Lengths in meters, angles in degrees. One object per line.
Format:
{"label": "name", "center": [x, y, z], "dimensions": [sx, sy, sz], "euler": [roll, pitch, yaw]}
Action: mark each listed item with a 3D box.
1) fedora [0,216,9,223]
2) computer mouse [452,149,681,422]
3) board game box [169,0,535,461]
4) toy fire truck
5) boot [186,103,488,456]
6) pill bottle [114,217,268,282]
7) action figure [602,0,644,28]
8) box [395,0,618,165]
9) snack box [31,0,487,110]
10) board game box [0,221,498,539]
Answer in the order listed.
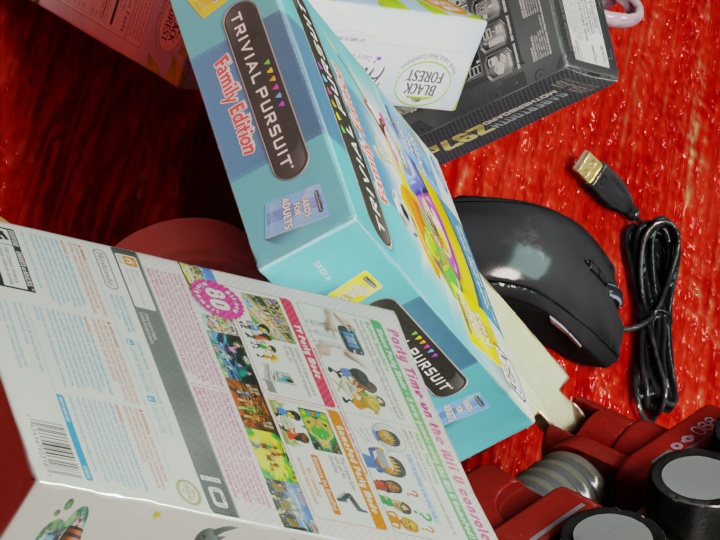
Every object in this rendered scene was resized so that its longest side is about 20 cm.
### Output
{"label": "fedora", "center": [-0.181, 0.066, 1.095], "dimensions": [0.200, 0.081, 0.202], "euler": [17, 67, -46]}
{"label": "computer mouse", "center": [0.122, -0.014, 1.558], "dimensions": [0.200, 0.046, 0.141], "euler": [32, 50, -38]}
{"label": "board game box", "center": [-0.002, -0.026, 1.206], "dimensions": [0.200, 0.047, 0.152], "euler": [48, 19, -55]}
{"label": "toy fire truck", "center": [0.086, 0.092, 1.299], "dimensions": [0.176, 0.199, 0.130], "euler": [-28, 131, -41]}
{"label": "boot", "center": [0.000, 0.000, 1.379], "dimensions": [0.155, 0.076, 0.201], "euler": [10, 53, -57]}
{"label": "pill bottle", "center": [-0.057, 0.075, 1.200], "dimensions": [0.112, 0.112, 0.201], "euler": [31, 27, -39]}
{"label": "action figure", "center": [0.070, -0.221, 1.530], "dimensions": [0.133, 0.148, 0.202], "euler": [21, 69, -37]}
{"label": "box", "center": [0.036, -0.161, 1.434], "dimensions": [0.051, 0.157, 0.201], "euler": [8, 65, -50]}
{"label": "snack box", "center": [-0.057, -0.127, 1.319], "dimensions": [0.199, 0.142, 0.053], "euler": [0, 116, -51]}
{"label": "board game box", "center": [-0.060, 0.063, 1.035], "dimensions": [0.199, 0.064, 0.148], "euler": [14, 34, -31]}
